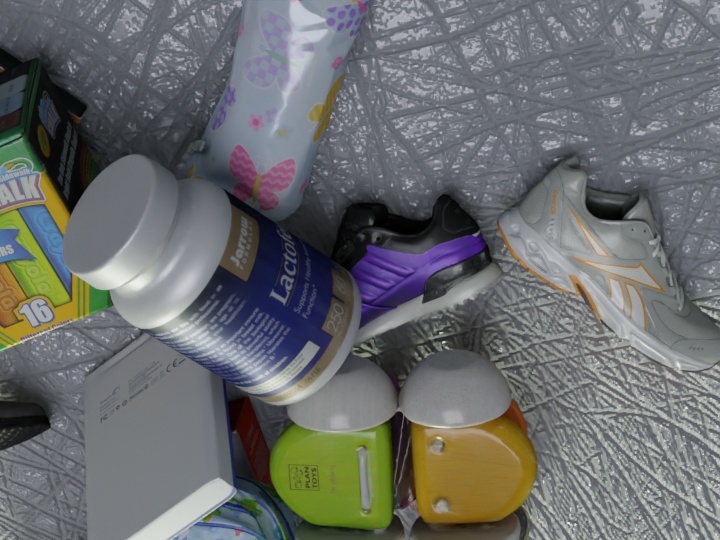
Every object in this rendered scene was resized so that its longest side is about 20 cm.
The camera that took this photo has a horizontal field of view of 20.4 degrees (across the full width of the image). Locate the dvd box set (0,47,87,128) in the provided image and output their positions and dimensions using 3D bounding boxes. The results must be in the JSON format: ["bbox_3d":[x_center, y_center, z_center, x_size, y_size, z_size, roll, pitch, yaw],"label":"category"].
[{"bbox_3d":[-0.319,-0.086,1.524,0.146,0.029,0.200,33,115,-9],"label":"dvd box set"}]

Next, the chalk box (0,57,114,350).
[{"bbox_3d":[-0.266,-0.062,1.439,0.124,0.125,0.200,-22,119,9],"label":"chalk box"}]

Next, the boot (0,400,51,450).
[{"bbox_3d":[-0.340,0.077,1.572,0.070,0.200,0.132,-32,64,40],"label":"boot"}]

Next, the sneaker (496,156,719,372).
[{"bbox_3d":[0.203,-0.005,1.482,0.200,0.076,0.092,35,110,-11],"label":"sneaker"}]

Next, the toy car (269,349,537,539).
[{"bbox_3d":[0.033,0.135,1.523,0.200,0.150,0.175,-3,112,3],"label":"toy car"}]

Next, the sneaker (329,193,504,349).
[{"bbox_3d":[0.000,0.000,1.514,0.200,0.070,0.100,-23,102,14],"label":"sneaker"}]

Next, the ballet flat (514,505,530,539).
[{"bbox_3d":[0.065,0.257,1.640,0.200,0.057,0.066,-46,75,18],"label":"ballet flat"}]

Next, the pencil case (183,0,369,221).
[{"bbox_3d":[-0.061,-0.134,1.445,0.091,0.083,0.200,28,117,14],"label":"pencil case"}]

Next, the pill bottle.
[{"bbox_3d":[-0.104,0.006,1.407,0.116,0.116,0.200,-41,129,21],"label":"pill bottle"}]

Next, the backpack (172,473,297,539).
[{"bbox_3d":[-0.112,0.253,1.531,0.163,0.154,0.200,8,84,11],"label":"backpack"}]

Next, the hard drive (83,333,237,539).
[{"bbox_3d":[-0.155,0.123,1.512,0.132,0.200,0.025,-36,127,20],"label":"hard drive"}]

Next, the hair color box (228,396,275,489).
[{"bbox_3d":[-0.110,0.210,1.622,0.101,0.061,0.200,-13,112,12],"label":"hair color box"}]
